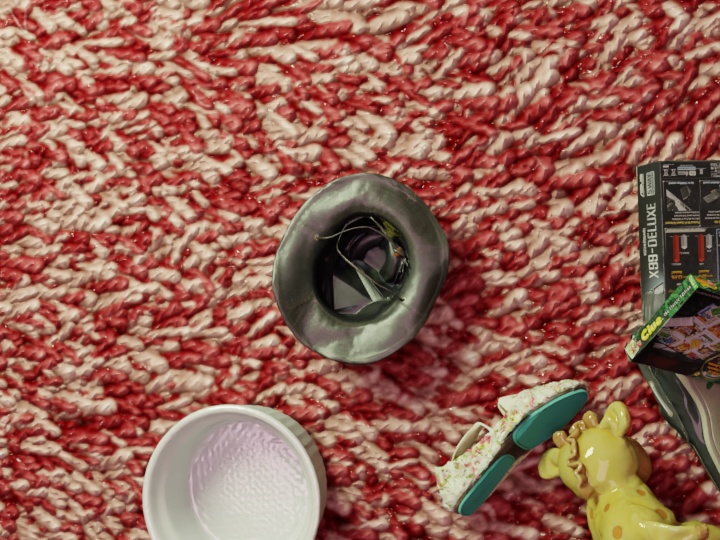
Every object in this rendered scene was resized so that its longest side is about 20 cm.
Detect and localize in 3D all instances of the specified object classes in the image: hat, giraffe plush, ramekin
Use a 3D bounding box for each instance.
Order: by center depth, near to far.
[{"bbox_3d":[0.257,0.233,0.954,0.171,0.200,0.164,-28,56,12],"label":"giraffe plush"},{"bbox_3d":[0.000,0.000,1.032,0.197,0.081,0.205,0,85,3],"label":"hat"},{"bbox_3d":[-0.130,0.245,1.042,0.197,0.098,0.205,0,90,10],"label":"ramekin"}]

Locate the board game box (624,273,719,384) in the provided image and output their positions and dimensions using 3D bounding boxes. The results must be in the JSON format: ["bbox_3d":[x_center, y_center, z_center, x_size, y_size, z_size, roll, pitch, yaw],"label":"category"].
[{"bbox_3d":[0.363,0.068,0.914,0.197,0.024,0.105,15,125,-25],"label":"board game box"}]

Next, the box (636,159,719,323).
[{"bbox_3d":[0.378,-0.029,0.941,0.196,0.050,0.161,-2,90,-12],"label":"box"}]

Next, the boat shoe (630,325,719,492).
[{"bbox_3d":[0.348,0.143,0.980,0.071,0.067,0.202,-26,89,-34],"label":"boat shoe"}]

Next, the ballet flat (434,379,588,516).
[{"bbox_3d":[0.153,0.175,1.009,0.200,0.076,0.064,-44,49,2],"label":"ballet flat"}]
